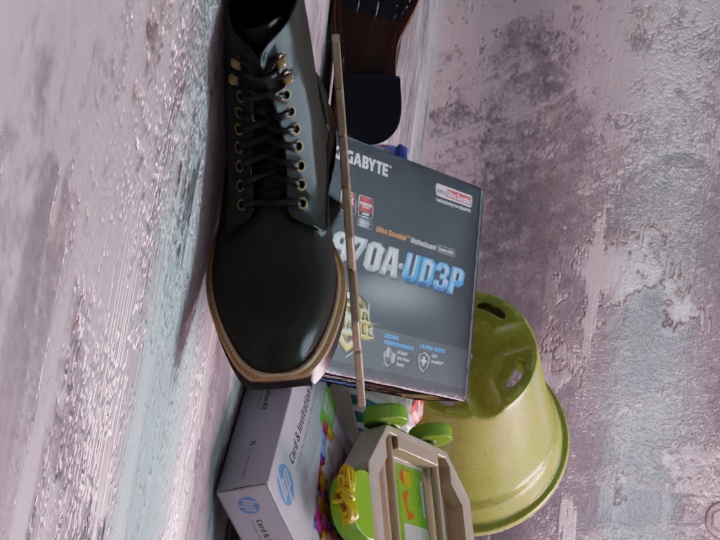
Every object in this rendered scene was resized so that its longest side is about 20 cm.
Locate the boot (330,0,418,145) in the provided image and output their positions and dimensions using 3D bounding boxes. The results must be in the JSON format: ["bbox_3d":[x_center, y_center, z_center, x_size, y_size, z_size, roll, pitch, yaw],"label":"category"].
[{"bbox_3d":[0.002,-0.203,1.467,0.097,0.074,0.202,177,-79,-76],"label":"boot"}]

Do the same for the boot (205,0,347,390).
[{"bbox_3d":[-0.051,-0.054,0.909,0.139,0.077,0.201,84,1,-53],"label":"boot"}]

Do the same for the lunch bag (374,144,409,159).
[{"bbox_3d":[0.005,-0.016,1.628,0.201,0.082,0.162,93,3,-56],"label":"lunch bag"}]

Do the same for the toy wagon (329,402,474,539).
[{"bbox_3d":[0.026,0.173,1.219,0.200,0.039,0.156,29,50,-54],"label":"toy wagon"}]

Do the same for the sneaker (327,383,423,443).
[{"bbox_3d":[0.021,0.131,1.363,0.200,0.093,0.071,53,-20,36],"label":"sneaker"}]

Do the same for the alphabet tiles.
[{"bbox_3d":[-0.007,-0.031,1.037,0.167,0.006,0.201,85,1,-59],"label":"alphabet tiles"}]

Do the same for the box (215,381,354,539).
[{"bbox_3d":[-0.031,0.171,1.196,0.156,0.041,0.201,-76,148,-55],"label":"box"}]

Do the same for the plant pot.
[{"bbox_3d":[0.098,0.119,1.629,0.185,0.199,0.202,82,15,-58],"label":"plant pot"}]

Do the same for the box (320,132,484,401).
[{"bbox_3d":[0.010,0.001,1.205,0.199,0.046,0.160,17,75,-52],"label":"box"}]
